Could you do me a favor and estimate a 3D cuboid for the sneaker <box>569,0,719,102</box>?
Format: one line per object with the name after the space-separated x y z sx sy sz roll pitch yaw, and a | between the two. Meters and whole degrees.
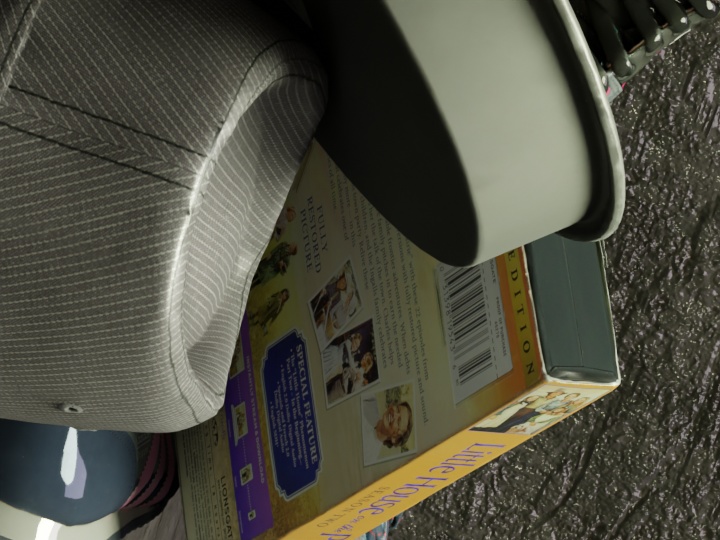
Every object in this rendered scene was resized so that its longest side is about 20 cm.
0.096 -0.101 0.931 0.200 0.084 0.121 -45 -170 -31 | sneaker

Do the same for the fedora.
-0.064 -0.019 0.738 0.200 0.090 0.178 102 8 -74 | fedora

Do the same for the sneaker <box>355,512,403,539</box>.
-0.002 0.057 1.009 0.079 0.095 0.201 -49 -140 46 | sneaker

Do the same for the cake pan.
-0.007 -0.083 0.733 0.037 0.201 0.200 -33 170 -10 | cake pan

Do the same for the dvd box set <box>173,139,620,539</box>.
0.000 0.000 0.890 0.200 0.029 0.147 -36 -124 50 | dvd box set

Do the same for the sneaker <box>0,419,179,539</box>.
-0.085 0.038 0.958 0.200 0.070 0.082 -67 178 -82 | sneaker
